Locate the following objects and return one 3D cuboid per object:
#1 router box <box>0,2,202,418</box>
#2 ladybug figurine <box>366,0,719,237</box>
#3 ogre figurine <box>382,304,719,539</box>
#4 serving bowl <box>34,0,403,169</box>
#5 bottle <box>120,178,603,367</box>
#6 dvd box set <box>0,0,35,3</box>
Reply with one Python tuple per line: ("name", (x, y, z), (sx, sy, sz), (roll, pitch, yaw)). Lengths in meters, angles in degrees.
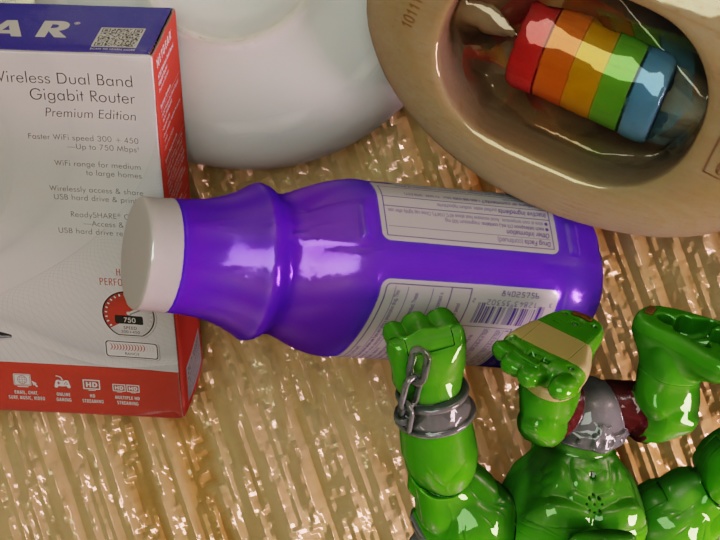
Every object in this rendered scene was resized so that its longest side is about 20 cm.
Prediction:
("router box", (-0.175, -0.027, 0.991), (0.198, 0.049, 0.181), (2, 121, 8))
("ladybug figurine", (0.101, -0.090, 0.937), (0.199, 0.072, 0.136), (28, 122, 6))
("ogre figurine", (0.100, 0.076, 0.956), (0.098, 0.199, 0.121), (44, 131, 42))
("serving bowl", (-0.054, -0.142, 0.986), (0.199, 0.066, 0.202), (1, 96, 6))
("bottle", (0.000, 0.000, 0.958), (0.199, 0.084, 0.066), (4, 60, -20))
("dvd box set", (-0.207, -0.124, 1.057), (0.145, 0.029, 0.201), (-11, 83, 6))
